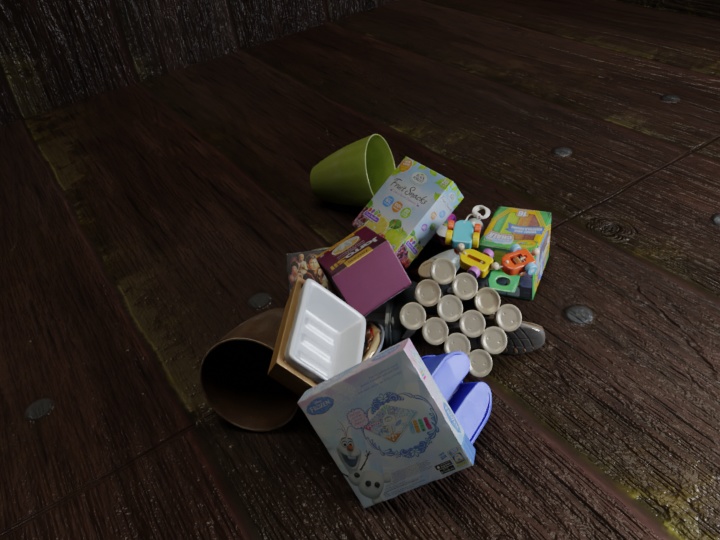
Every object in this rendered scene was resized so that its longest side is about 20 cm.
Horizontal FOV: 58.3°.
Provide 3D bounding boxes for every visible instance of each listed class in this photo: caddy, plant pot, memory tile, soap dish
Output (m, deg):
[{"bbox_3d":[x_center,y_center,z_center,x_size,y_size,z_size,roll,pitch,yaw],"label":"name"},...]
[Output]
[{"bbox_3d":[0.124,0.226,1.061,0.104,0.143,0.200,-26,14,50],"label":"caddy"},{"bbox_3d":[-0.173,0.159,1.201,0.182,0.191,0.201,1,24,12],"label":"plant pot"},{"bbox_3d":[-0.029,-0.248,1.722,0.196,0.190,0.188,-7,33,28],"label":"plant pot"},{"bbox_3d":[0.184,0.084,1.184,0.198,0.017,0.155,35,83,4],"label":"memory tile"},{"bbox_3d":[-0.071,0.128,1.085,0.081,0.156,0.202,-40,26,32],"label":"soap dish"}]

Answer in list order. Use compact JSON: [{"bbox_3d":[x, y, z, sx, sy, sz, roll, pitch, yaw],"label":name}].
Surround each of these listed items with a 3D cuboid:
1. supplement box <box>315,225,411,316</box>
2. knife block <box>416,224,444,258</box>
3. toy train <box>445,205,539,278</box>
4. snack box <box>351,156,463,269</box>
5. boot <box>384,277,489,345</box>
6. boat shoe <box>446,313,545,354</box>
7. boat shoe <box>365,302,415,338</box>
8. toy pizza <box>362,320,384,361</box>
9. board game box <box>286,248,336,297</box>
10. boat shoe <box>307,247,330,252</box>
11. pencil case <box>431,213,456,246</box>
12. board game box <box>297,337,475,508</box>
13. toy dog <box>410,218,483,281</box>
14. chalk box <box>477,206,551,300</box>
[{"bbox_3d":[0.000,0.000,1.268,0.129,0.104,0.200,-32,17,-6],"label":"supplement box"},{"bbox_3d":[0.106,-0.126,1.510,0.197,0.180,0.063,19,5,34],"label":"knife block"},{"bbox_3d":[0.255,-0.039,1.292,0.148,0.056,0.201,-22,49,-15],"label":"toy train"},{"bbox_3d":[0.100,-0.130,1.408,0.201,0.068,0.168,-50,45,-4],"label":"snack box"},{"bbox_3d":[0.150,0.078,1.233,0.195,0.067,0.167,4,45,10],"label":"boot"},{"bbox_3d":[0.257,0.110,1.248,0.195,0.077,0.072,4,35,14],"label":"boat shoe"},{"bbox_3d":[0.019,0.091,1.321,0.195,0.073,0.069,-2,35,9],"label":"boat shoe"},{"bbox_3d":[-0.043,0.157,1.206,0.198,0.032,0.201,-31,20,12],"label":"toy pizza"},{"bbox_3d":[-0.059,0.022,1.397,0.195,0.035,0.139,-7,75,2],"label":"board game box"},{"bbox_3d":[-0.038,-0.007,1.467,0.195,0.069,0.076,-1,49,8],"label":"boat shoe"},{"bbox_3d":[0.137,-0.123,1.577,0.197,0.090,0.088,22,46,34],"label":"pencil case"},{"bbox_3d":[0.038,0.232,0.960,0.198,0.201,0.043,-28,9,23],"label":"board game box"},{"bbox_3d":[0.182,-0.031,1.403,0.095,0.134,0.199,22,44,41],"label":"toy dog"},{"bbox_3d":[0.323,-0.028,1.375,0.122,0.126,0.201,10,40,24],"label":"chalk box"}]
